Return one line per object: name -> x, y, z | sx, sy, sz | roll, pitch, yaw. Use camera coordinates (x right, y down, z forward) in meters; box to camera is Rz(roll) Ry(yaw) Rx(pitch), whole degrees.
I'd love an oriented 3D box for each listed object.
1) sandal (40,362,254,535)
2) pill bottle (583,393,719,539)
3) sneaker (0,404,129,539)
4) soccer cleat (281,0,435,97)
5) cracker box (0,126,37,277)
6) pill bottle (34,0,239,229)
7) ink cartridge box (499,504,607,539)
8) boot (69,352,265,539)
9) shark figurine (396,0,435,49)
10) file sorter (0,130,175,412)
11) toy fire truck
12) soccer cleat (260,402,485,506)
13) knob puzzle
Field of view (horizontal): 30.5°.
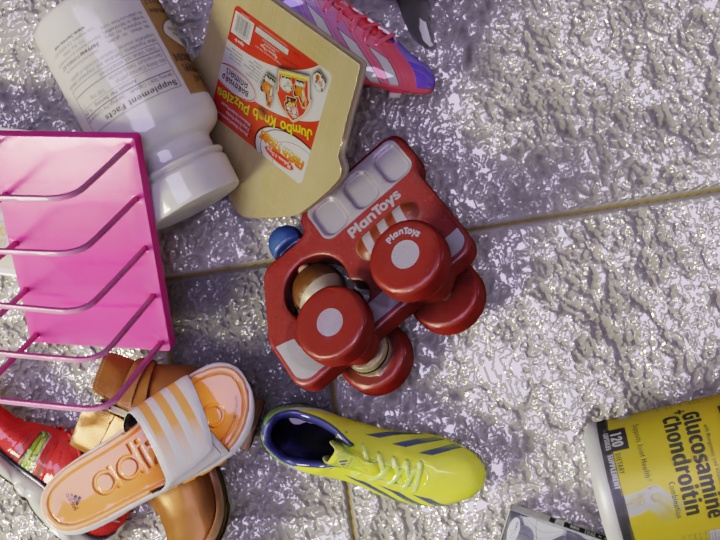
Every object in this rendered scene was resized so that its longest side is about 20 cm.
sandal -> -0.178, 0.154, 1.106 | 0.206, 0.059, 0.079 | -35, 80, -6
pill bottle -> 0.287, 0.157, 1.061 | 0.199, 0.112, 0.113 | -15, 85, 10
sneaker -> -0.287, 0.167, 1.207 | 0.085, 0.077, 0.200 | -43, 85, -12
soccer cleat -> -0.022, -0.211, 1.157 | 0.199, 0.067, 0.077 | 24, 108, 16
cracker box -> -0.334, -0.064, 1.220 | 0.199, 0.058, 0.135 | 8, 91, 12
pill bottle -> -0.190, -0.144, 1.154 | 0.114, 0.114, 0.201 | -29, 88, 9
ink cartridge box -> 0.206, 0.277, 1.112 | 0.199, 0.039, 0.100 | 17, 91, 11
boot -> -0.185, 0.178, 1.161 | 0.154, 0.077, 0.201 | 18, 86, 0
shark figurine -> 0.082, -0.278, 1.131 | 0.213, 0.089, 0.129 | -24, 85, 11
file sorter -> -0.254, 0.001, 1.095 | 0.138, 0.126, 0.201 | 3, 118, 16
toy fire truck -> 0.000, 0.000, 1.138 | 0.200, 0.112, 0.168 | -40, 57, 7
soccer cleat -> 0.007, 0.162, 1.131 | 0.199, 0.084, 0.065 | 14, 90, 11
knob puzzle -> -0.075, -0.135, 1.150 | 0.219, 0.030, 0.221 | 17, 116, 39
